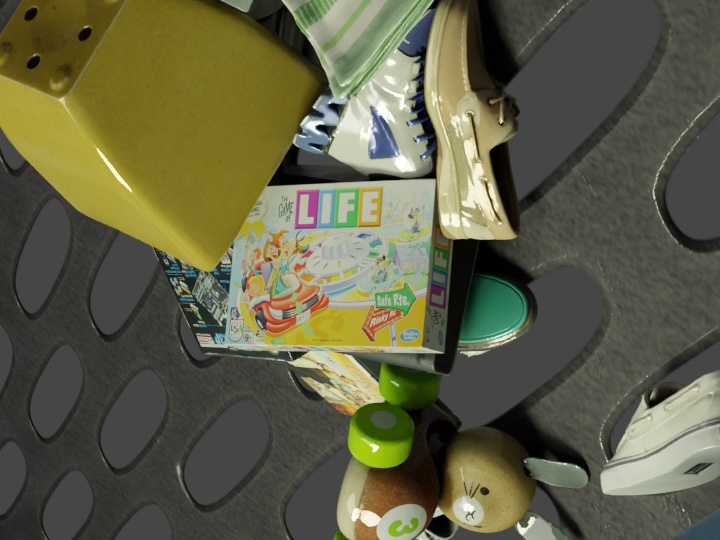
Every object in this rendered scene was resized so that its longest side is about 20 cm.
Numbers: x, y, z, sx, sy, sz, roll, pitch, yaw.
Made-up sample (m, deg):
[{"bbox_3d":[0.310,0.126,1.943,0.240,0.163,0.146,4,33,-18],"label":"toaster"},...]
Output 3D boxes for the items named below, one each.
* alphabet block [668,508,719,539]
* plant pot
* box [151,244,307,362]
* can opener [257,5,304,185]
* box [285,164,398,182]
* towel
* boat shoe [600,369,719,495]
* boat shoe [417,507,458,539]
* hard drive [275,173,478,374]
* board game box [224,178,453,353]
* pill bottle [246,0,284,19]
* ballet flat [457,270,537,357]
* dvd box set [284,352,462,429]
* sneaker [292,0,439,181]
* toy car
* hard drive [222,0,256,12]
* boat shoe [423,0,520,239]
[{"bbox_3d":[0.272,0.314,1.417,0.196,0.194,0.201,45,150,37],"label":"alphabet block"},{"bbox_3d":[-0.186,-0.152,1.620,0.194,0.196,0.200,23,168,41],"label":"plant pot"},{"bbox_3d":[-0.121,0.001,1.819,0.200,0.046,0.160,-1,116,62],"label":"box"},{"bbox_3d":[-0.086,-0.155,1.781,0.067,0.053,0.201,-104,22,-62],"label":"can opener"},{"bbox_3d":[-0.011,-0.015,1.813,0.200,0.048,0.159,6,118,60],"label":"box"},{"bbox_3d":[-0.012,-0.247,1.522,0.153,0.023,0.201,-50,51,27],"label":"towel"},{"bbox_3d":[0.232,0.119,1.470,0.200,0.070,0.070,129,140,-66],"label":"boat shoe"},{"bbox_3d":[0.062,0.222,1.867,0.072,0.070,0.201,64,152,13],"label":"boat shoe"},{"bbox_3d":[0.000,0.000,1.654,0.199,0.033,0.141,10,87,36],"label":"hard drive"},{"bbox_3d":[-0.018,-0.002,1.616,0.199,0.034,0.136,-1,80,35],"label":"board game box"},{"bbox_3d":[-0.107,-0.312,1.648,0.109,0.109,0.201,38,145,42],"label":"pill bottle"},{"bbox_3d":[0.071,0.040,1.671,0.199,0.073,0.074,-5,112,33],"label":"ballet flat"},{"bbox_3d":[-0.009,0.096,1.862,0.146,0.029,0.200,43,164,-27],"label":"dvd box set"},{"bbox_3d":[0.037,-0.141,1.583,0.115,0.081,0.200,35,133,0],"label":"sneaker"},{"bbox_3d":[0.091,0.188,1.699,0.199,0.158,0.165,16,127,11],"label":"toy car"},{"bbox_3d":[-0.108,-0.320,1.539,0.139,0.033,0.201,26,106,3],"label":"hard drive"},{"bbox_3d":[0.091,-0.118,1.517,0.064,0.071,0.201,5,119,21],"label":"boat shoe"}]
